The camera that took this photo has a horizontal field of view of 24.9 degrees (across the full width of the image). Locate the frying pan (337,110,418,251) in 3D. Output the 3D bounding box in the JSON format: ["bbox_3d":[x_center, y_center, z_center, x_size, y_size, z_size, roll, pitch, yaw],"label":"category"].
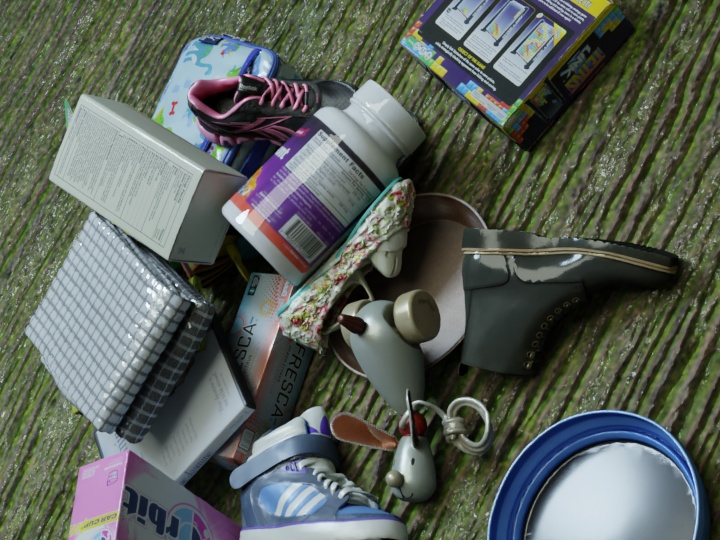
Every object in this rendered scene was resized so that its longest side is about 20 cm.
[{"bbox_3d":[-0.008,-0.099,1.715,0.115,0.031,0.190,10,62,53],"label":"frying pan"}]

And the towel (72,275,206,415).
[{"bbox_3d":[-0.234,0.081,1.711,0.199,0.018,0.086,-28,51,34],"label":"towel"}]

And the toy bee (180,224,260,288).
[{"bbox_3d":[-0.141,-0.060,1.737,0.131,0.108,0.201,38,109,30],"label":"toy bee"}]

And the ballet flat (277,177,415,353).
[{"bbox_3d":[0.000,0.000,1.612,0.064,0.076,0.200,44,102,13],"label":"ballet flat"}]

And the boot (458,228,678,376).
[{"bbox_3d":[0.186,0.037,1.491,0.199,0.077,0.139,6,91,27],"label":"boot"}]

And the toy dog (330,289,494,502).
[{"bbox_3d":[0.024,0.107,1.504,0.132,0.096,0.201,-42,61,34],"label":"toy dog"}]

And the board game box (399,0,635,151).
[{"bbox_3d":[0.156,-0.239,1.665,0.165,0.057,0.200,-47,46,4],"label":"board game box"}]

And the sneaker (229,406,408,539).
[{"bbox_3d":[-0.035,0.195,1.551,0.199,0.080,0.147,-11,63,40],"label":"sneaker"}]

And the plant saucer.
[{"bbox_3d":[0.053,0.020,1.615,0.199,0.034,0.201,-19,55,29],"label":"plant saucer"}]

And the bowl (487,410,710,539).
[{"bbox_3d":[0.202,0.218,1.380,0.200,0.039,0.202,-19,55,29],"label":"bowl"}]

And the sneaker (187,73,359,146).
[{"bbox_3d":[-0.094,-0.177,1.735,0.199,0.095,0.079,-2,69,16],"label":"sneaker"}]

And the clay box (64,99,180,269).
[{"bbox_3d":[-0.267,-0.099,1.828,0.047,0.115,0.200,-25,63,-22],"label":"clay box"}]

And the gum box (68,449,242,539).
[{"bbox_3d":[-0.186,0.271,1.553,0.066,0.200,0.114,-22,46,28],"label":"gum box"}]

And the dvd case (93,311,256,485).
[{"bbox_3d":[-0.193,0.153,1.660,0.200,0.018,0.143,-47,45,20],"label":"dvd case"}]

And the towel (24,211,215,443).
[{"bbox_3d":[-0.244,0.059,1.659,0.200,0.085,0.166,40,102,47],"label":"towel"}]

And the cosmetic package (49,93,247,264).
[{"bbox_3d":[-0.221,-0.095,1.685,0.200,0.073,0.104,33,105,33],"label":"cosmetic package"}]

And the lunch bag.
[{"bbox_3d":[-0.162,-0.166,1.861,0.160,0.082,0.201,22,82,41],"label":"lunch bag"}]

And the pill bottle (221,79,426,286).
[{"bbox_3d":[-0.033,-0.091,1.624,0.200,0.111,0.111,-45,46,-2],"label":"pill bottle"}]

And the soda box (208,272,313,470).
[{"bbox_3d":[-0.102,0.106,1.668,0.068,0.064,0.201,5,69,40],"label":"soda box"}]
